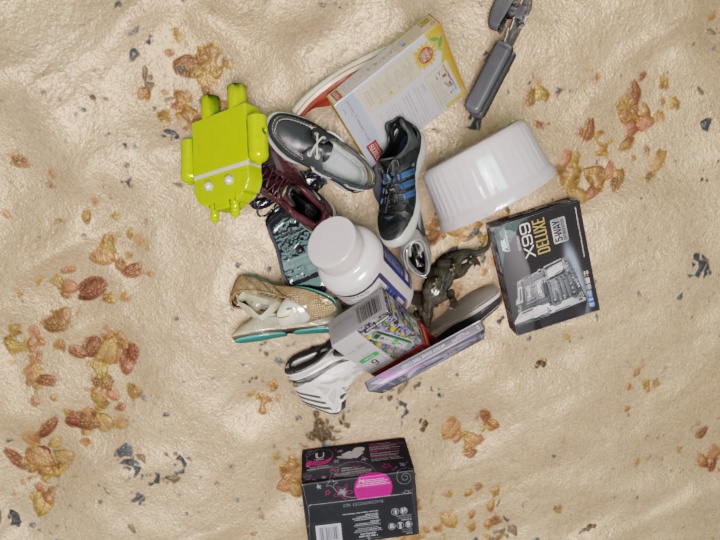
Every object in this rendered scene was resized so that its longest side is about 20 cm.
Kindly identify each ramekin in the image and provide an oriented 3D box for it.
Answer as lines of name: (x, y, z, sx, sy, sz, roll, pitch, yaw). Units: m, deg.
ramekin: (0.193, -0.150, 0.948, 0.197, 0.201, 0.099, -28, 96, 2)

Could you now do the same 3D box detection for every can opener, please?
can opener: (0.215, -0.352, 0.984, 0.066, 0.053, 0.203, 31, 100, 22)

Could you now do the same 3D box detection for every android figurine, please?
android figurine: (-0.208, -0.177, 0.933, 0.179, 0.041, 0.205, -6, 82, 34)

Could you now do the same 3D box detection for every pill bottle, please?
pill bottle: (0.000, 0.000, 0.955, 0.111, 0.112, 0.200, -41, 143, 4)

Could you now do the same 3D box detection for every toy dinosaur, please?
toy dinosaur: (0.142, 0.007, 1.030, 0.076, 0.102, 0.203, 32, 85, -22)

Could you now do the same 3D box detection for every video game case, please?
video game case: (0.107, 0.141, 0.966, 0.197, 0.143, 0.019, -28, 74, 4)

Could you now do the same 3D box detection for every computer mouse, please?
computer mouse: (-0.100, -0.056, 1.017, 0.135, 0.053, 0.205, -15, 91, 1)

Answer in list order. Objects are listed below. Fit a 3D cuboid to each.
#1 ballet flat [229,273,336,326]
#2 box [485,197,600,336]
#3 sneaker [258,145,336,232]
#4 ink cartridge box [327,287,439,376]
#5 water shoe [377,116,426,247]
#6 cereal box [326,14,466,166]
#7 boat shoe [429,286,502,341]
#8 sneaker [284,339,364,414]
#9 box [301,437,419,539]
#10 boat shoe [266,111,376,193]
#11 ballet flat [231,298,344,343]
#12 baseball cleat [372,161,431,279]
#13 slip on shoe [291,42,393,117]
ballet flat: (-0.131, 0.058, 0.986, 0.196, 0.066, 0.071, 9, 141, 29)
box: (0.317, -0.007, 1.061, 0.154, 0.050, 0.204, -16, 104, -1)
sneaker: (-0.120, -0.134, 0.931, 0.198, 0.116, 0.076, 36, 92, 0)
ink cartridge box: (0.049, 0.119, 0.970, 0.108, 0.051, 0.200, -32, 133, 18)
water shoe: (0.048, -0.136, 0.928, 0.078, 0.070, 0.205, 31, 60, -45)
cereal box: (0.060, -0.274, 0.949, 0.198, 0.040, 0.144, -36, 139, 3)
boat shoe: (0.168, 0.102, 1.061, 0.198, 0.074, 0.061, -36, 103, 6)
sneaker: (-0.024, 0.178, 1.072, 0.196, 0.076, 0.117, -20, 115, 3)
box: (-0.002, 0.395, 1.091, 0.195, 0.115, 0.136, -6, 104, -2)
boat shoe: (-0.057, -0.186, 0.950, 0.197, 0.060, 0.077, 22, 87, -32)
ballet flat: (-0.124, 0.083, 1.046, 0.195, 0.068, 0.064, -6, 76, -7)
baseball cleat: (0.075, -0.084, 0.991, 0.069, 0.107, 0.203, -25, 100, 5)
slip on shoe: (-0.018, -0.289, 0.961, 0.197, 0.074, 0.062, -28, 107, -3)
